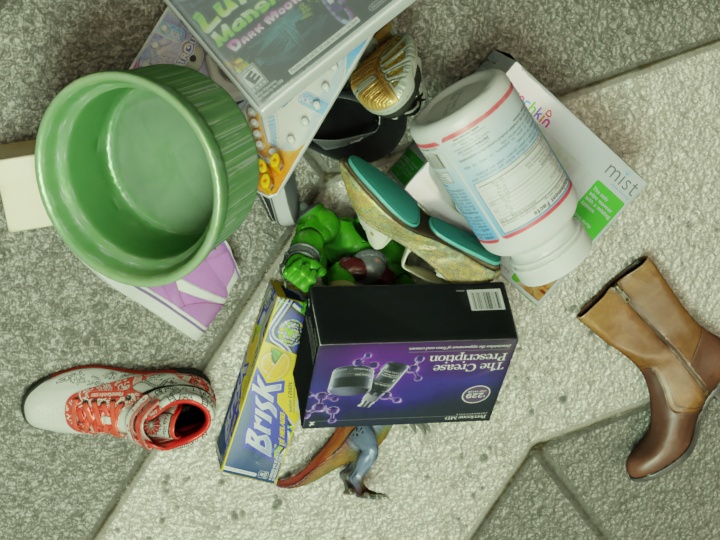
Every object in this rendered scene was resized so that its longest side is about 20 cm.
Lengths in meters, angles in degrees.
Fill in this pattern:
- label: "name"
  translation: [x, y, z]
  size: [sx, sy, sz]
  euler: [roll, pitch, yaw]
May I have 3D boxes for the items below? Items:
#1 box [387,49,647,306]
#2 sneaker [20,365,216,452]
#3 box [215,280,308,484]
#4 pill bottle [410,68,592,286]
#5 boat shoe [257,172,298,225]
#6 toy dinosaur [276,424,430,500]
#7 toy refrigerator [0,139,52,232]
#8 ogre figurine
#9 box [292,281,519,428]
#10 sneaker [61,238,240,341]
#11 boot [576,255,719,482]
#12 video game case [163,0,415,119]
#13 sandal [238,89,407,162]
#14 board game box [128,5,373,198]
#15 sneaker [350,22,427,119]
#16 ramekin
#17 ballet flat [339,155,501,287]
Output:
- label: "box"
  translation: [0.163, -0.098, 1.564]
  size: [0.200, 0.097, 0.177]
  euler: [41, 96, -18]
- label: "sneaker"
  translation: [-0.247, 0.144, 1.535]
  size: [0.201, 0.108, 0.067]
  euler: [-3, 106, -11]
- label: "box"
  translation: [-0.093, 0.118, 1.580]
  size: [0.064, 0.070, 0.200]
  euler: [15, 101, -15]
- label: "pill bottle"
  translation: [0.142, -0.087, 1.455]
  size: [0.109, 0.109, 0.200]
  euler: [-34, 109, -1]
- label: "boat shoe"
  translation: [-0.118, -0.135, 1.512]
  size: [0.066, 0.070, 0.200]
  euler: [-13, 112, 12]
- label: "toy dinosaur"
  translation: [0.016, 0.154, 1.609]
  size: [0.199, 0.105, 0.182]
  euler: [5, 83, -1]
- label: "toy refrigerator"
  translation: [-0.257, -0.099, 1.489]
  size: [0.199, 0.070, 0.076]
  euler: [-11, 111, -7]
- label: "ogre figurine"
  translation: [0.000, 0.000, 1.533]
  size: [0.199, 0.120, 0.098]
  euler: [10, 138, -21]
- label: "box"
  translation: [0.042, 0.086, 1.492]
  size: [0.199, 0.079, 0.141]
  euler: [-2, 142, -12]
- label: "sneaker"
  translation: [-0.205, -0.022, 1.508]
  size: [0.114, 0.073, 0.200]
  euler: [-53, 133, 1]
- label: "boot"
  translation: [0.315, 0.114, 1.667]
  size: [0.188, 0.068, 0.200]
  euler: [-45, 108, 3]
- label: "video game case"
  translation: [-0.069, -0.270, 1.419]
  size: [0.200, 0.023, 0.182]
  euler: [-39, 72, -3]
- label: "sandal"
  translation: [-0.031, -0.150, 1.498]
  size: [0.200, 0.043, 0.076]
  euler: [4, 89, -38]
- label: "board game box"
  translation: [-0.118, -0.198, 1.434]
  size: [0.200, 0.026, 0.200]
  euler: [28, 82, 16]
- label: "sneaker"
  translation: [0.038, -0.184, 1.458]
  size: [0.076, 0.200, 0.088]
  euler: [-33, 114, 11]
- label: "ramekin"
  translation: [-0.190, -0.094, 1.372]
  size: [0.200, 0.098, 0.201]
  euler: [10, 113, 24]
- label: "ballet flat"
  translation: [0.048, -0.036, 1.484]
  size: [0.200, 0.071, 0.071]
  euler: [32, 96, -17]
